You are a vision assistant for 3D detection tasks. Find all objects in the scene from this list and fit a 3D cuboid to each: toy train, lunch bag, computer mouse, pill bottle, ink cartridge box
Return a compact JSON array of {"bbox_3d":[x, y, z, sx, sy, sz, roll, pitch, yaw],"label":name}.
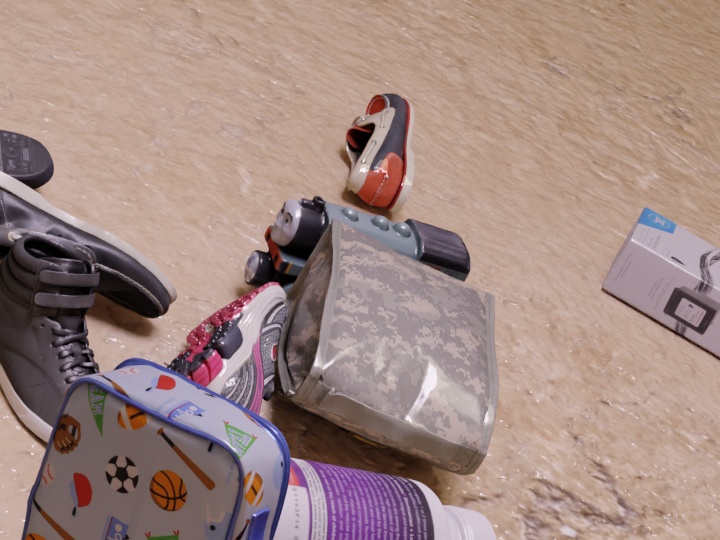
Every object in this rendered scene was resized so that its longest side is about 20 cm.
[{"bbox_3d":[0.000,0.000,1.928,0.199,0.114,0.085,17,26,-24],"label":"toy train"},{"bbox_3d":[-0.129,0.168,1.378,0.159,0.201,0.075,23,20,22],"label":"lunch bag"},{"bbox_3d":[-0.354,-0.099,1.857,0.199,0.034,0.059,11,46,-23],"label":"computer mouse"},{"bbox_3d":[-0.006,0.196,1.552,0.199,0.112,0.112,13,29,-30],"label":"pill bottle"},{"bbox_3d":[0.021,0.078,1.793,0.163,0.118,0.200,25,29,-13],"label":"lunch bag"},{"bbox_3d":[0.362,0.024,2.317,0.199,0.067,0.116,30,24,3],"label":"ink cartridge box"}]

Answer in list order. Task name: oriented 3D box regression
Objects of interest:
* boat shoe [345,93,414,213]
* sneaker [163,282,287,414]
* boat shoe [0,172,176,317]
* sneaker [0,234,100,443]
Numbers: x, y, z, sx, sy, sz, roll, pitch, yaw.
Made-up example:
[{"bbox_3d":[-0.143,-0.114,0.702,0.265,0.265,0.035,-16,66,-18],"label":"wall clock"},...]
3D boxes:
[{"bbox_3d":[0.015,-0.128,2.249,0.062,0.071,0.201,19,30,-13],"label":"boat shoe"},{"bbox_3d":[-0.098,0.072,1.751,0.075,0.080,0.200,55,23,-10],"label":"sneaker"},{"bbox_3d":[-0.242,-0.008,1.757,0.199,0.072,0.068,29,64,-16],"label":"boat shoe"},{"bbox_3d":[-0.217,0.052,1.620,0.070,0.100,0.200,2,37,-48],"label":"sneaker"}]
